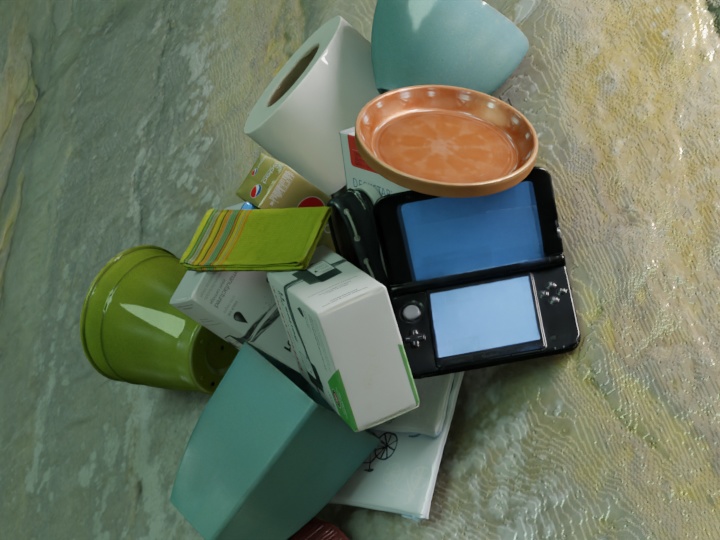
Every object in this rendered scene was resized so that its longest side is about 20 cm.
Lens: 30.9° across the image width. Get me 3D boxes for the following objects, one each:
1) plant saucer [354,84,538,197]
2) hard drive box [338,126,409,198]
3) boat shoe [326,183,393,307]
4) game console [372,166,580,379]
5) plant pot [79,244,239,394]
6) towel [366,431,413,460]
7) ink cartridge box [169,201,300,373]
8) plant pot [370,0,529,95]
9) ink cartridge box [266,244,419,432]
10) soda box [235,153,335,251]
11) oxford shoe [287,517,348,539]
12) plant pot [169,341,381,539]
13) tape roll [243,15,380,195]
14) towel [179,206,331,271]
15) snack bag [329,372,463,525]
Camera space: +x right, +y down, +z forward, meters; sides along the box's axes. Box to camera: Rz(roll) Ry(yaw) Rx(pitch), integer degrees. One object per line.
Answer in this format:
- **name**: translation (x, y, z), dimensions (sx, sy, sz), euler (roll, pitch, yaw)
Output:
- **plant saucer**: translation (0.092, -0.138, 1.415), dimensions (0.201, 0.199, 0.032), euler (-117, 26, -47)
- **hard drive box**: translation (0.059, -0.067, 1.538), dimensions (0.156, 0.077, 0.201), euler (22, 125, 51)
- **boat shoe**: translation (0.000, 0.000, 1.538), dimensions (0.076, 0.060, 0.201), euler (12, 118, 56)
- **game console**: translation (0.125, 0.004, 1.415), dimensions (0.199, 0.117, 0.176), euler (-11, 54, 7)
- **plant pot**: translation (-0.249, 0.084, 1.800), dimensions (0.192, 0.200, 0.201), euler (18, 79, 39)
- **towel**: translation (0.011, 0.145, 1.588), dimensions (0.147, 0.024, 0.201), euler (-32, 46, 31)
- **ink cartridge box**: translation (-0.113, 0.031, 1.630), dimensions (0.147, 0.200, 0.086), euler (-62, 21, -18)
- **plant pot**: translation (0.091, -0.264, 1.624), dimensions (0.200, 0.200, 0.135), euler (24, 85, 52)
- **ink cartridge box**: translation (-0.023, 0.070, 1.439), dimensions (0.083, 0.147, 0.200), euler (-22, 19, -13)
- **soda box**: translation (-0.060, -0.068, 1.661), dimensions (0.064, 0.200, 0.068), euler (-57, 38, -3)
- **oxford shoe**: translation (-0.059, 0.332, 1.523), dimensions (0.070, 0.075, 0.200), euler (-30, 45, -24)
- **plant pot**: translation (-0.110, 0.218, 1.482), dimensions (0.141, 0.141, 0.200), euler (35, 89, 41)
- **tape roll**: translation (-0.041, -0.218, 1.740), dimensions (0.203, 0.139, 0.203), euler (-46, 17, 19)
- **towel**: translation (-0.125, -0.039, 1.518), dimensions (0.199, 0.018, 0.086), euler (0, 58, 40)
- **snack bag**: translation (0.031, 0.184, 1.507), dimensions (0.188, 0.021, 0.201), euler (-2, 68, 49)
